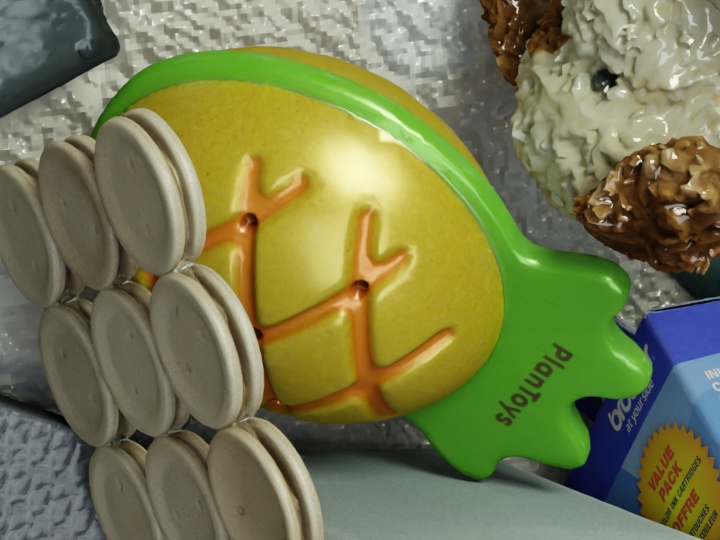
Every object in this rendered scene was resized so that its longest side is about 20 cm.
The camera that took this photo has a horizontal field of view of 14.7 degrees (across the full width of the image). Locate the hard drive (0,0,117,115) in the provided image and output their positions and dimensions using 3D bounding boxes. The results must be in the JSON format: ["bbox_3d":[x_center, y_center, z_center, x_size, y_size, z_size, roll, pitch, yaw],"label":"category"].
[{"bbox_3d":[-0.194,-0.085,0.886,0.199,0.033,0.140,-28,115,-3],"label":"hard drive"}]

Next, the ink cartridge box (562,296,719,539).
[{"bbox_3d":[0.137,0.101,0.972,0.076,0.200,0.137,-7,140,-25],"label":"ink cartridge box"}]

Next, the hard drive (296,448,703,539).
[{"bbox_3d":[0.035,0.095,0.919,0.139,0.200,0.033,1,98,-32],"label":"hard drive"}]

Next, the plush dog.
[{"bbox_3d":[0.120,-0.084,0.903,0.172,0.200,0.160,-41,123,12],"label":"plush dog"}]

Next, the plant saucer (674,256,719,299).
[{"bbox_3d":[0.193,-0.060,1.009,0.199,0.036,0.201,-6,112,-14],"label":"plant saucer"}]

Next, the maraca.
[{"bbox_3d":[0.000,0.000,0.926,0.199,0.107,0.137,30,137,-4],"label":"maraca"}]

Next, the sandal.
[{"bbox_3d":[-0.133,0.071,0.972,0.200,0.043,0.076,37,88,-20],"label":"sandal"}]

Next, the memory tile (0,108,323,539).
[{"bbox_3d":[-0.059,0.051,0.891,0.017,0.153,0.201,-20,92,-27],"label":"memory tile"}]
